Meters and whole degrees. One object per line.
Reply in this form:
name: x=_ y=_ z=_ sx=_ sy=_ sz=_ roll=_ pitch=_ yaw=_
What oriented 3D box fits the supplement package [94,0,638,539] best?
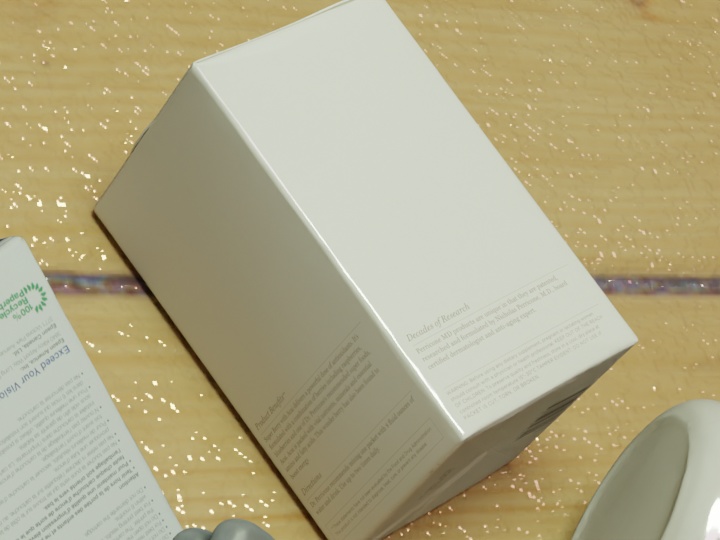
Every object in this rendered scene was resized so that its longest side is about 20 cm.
supplement package: x=0.000 y=0.000 z=1.174 sx=0.120 sy=0.121 sz=0.200 roll=-27 pitch=76 yaw=-39

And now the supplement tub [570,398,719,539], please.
supplement tub: x=0.198 y=0.157 z=1.170 sx=0.200 sy=0.140 sz=0.140 roll=28 pitch=49 yaw=-11

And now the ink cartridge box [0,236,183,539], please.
ink cartridge box: x=-0.159 y=0.118 z=1.035 sx=0.196 sy=0.043 sz=0.200 roll=-38 pitch=107 yaw=-42

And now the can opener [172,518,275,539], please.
can opener: x=-0.085 y=0.181 z=1.022 sx=0.066 sy=0.053 sz=0.200 roll=44 pitch=52 yaw=-29
